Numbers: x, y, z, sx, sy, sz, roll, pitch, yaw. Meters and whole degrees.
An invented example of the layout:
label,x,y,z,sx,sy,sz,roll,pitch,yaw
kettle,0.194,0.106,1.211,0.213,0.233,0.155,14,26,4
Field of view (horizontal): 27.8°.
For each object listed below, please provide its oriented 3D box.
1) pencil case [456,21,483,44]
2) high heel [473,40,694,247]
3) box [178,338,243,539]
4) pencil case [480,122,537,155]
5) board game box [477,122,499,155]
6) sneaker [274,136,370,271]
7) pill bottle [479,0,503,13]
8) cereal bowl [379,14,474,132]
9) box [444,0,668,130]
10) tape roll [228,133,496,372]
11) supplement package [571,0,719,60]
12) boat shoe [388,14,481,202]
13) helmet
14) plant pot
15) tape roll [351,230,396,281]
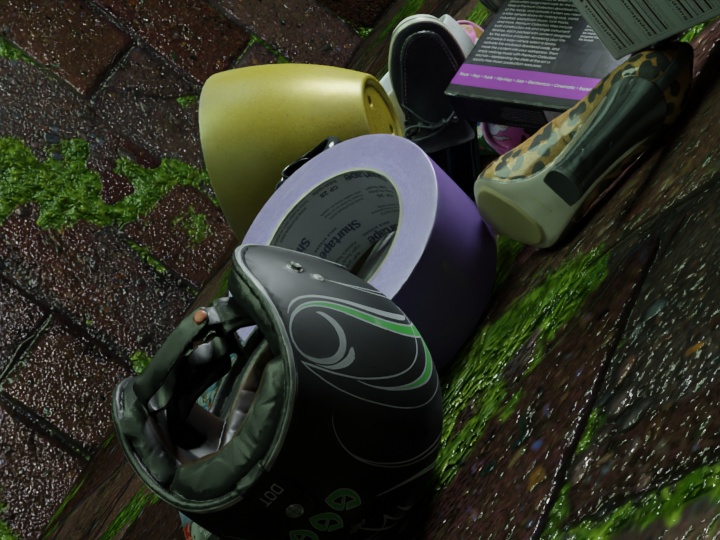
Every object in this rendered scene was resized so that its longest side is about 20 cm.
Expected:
label,x,y,z,sx,sy,sz,roll,pitch,yaw
pencil case,0.088,-0.223,1.743,0.087,0.083,0.200,-58,11,-32
high heel,0.158,-0.089,1.025,0.143,0.071,0.200,-46,6,-16
box,-0.106,0.152,1.258,0.200,0.040,0.138,-43,55,47
pencil case,0.141,-0.154,1.265,0.082,0.087,0.200,-19,16,8
board game box,0.172,-0.202,1.455,0.200,0.029,0.135,-54,10,-2
sneaker,-0.046,-0.035,1.266,0.200,0.099,0.071,-51,11,24
pill bottle,0.164,-0.295,1.417,0.106,0.106,0.200,-52,9,10
cereal bowl,0.054,-0.165,1.505,0.200,0.083,0.200,-49,9,10
box,0.174,-0.193,1.148,0.142,0.036,0.200,13,61,38
tape roll,0.000,0.000,1.121,0.199,0.085,0.201,-26,44,28
supplement package,0.222,-0.259,0.917,0.191,0.147,0.200,-40,7,-10
boat shoe,0.073,-0.134,1.312,0.074,0.201,0.062,-13,29,-1
helmet,-0.040,0.088,0.934,0.199,0.190,0.201,-11,71,36
plant pot,-0.039,-0.110,1.352,0.141,0.201,0.200,-17,23,20
tape roll,0.011,0.027,1.281,0.203,0.071,0.203,-52,9,12
